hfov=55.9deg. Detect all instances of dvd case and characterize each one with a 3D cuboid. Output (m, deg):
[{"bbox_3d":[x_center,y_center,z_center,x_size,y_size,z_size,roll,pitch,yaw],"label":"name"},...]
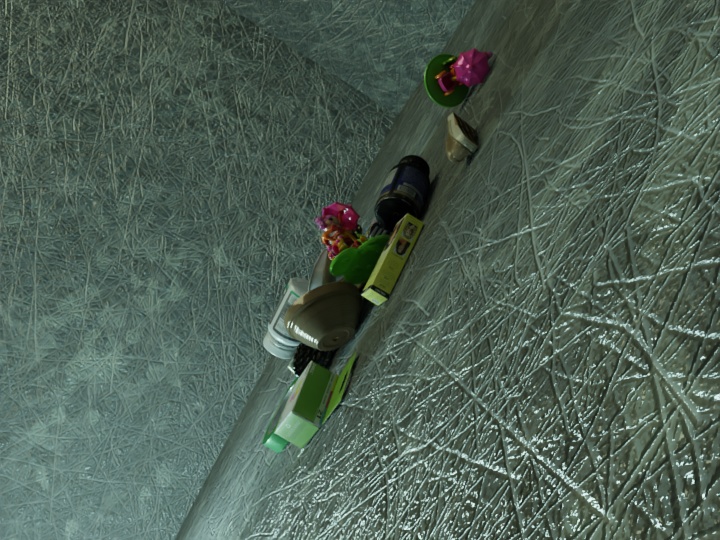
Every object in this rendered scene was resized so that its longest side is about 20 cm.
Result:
[{"bbox_3d":[-0.069,0.152,1.792,0.146,0.022,0.203,-171,100,-82],"label":"dvd case"}]

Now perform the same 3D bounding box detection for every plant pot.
[{"bbox_3d":[-0.075,0.124,1.608,0.202,0.199,0.093,-55,50,36],"label":"plant pot"}]

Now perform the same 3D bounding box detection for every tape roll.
[{"bbox_3d":[-0.184,0.368,1.755,0.202,0.048,0.201,-59,8,13],"label":"tape roll"}]

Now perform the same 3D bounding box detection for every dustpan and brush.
[{"bbox_3d":[-0.110,0.053,1.700,0.140,0.056,0.203,70,-151,-65],"label":"dustpan and brush"}]

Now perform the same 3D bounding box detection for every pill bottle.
[{"bbox_3d":[-0.183,0.131,1.845,0.202,0.112,0.113,-61,6,18],"label":"pill bottle"},{"bbox_3d":[0.110,-0.194,1.668,0.112,0.111,0.201,-52,10,45],"label":"pill bottle"}]

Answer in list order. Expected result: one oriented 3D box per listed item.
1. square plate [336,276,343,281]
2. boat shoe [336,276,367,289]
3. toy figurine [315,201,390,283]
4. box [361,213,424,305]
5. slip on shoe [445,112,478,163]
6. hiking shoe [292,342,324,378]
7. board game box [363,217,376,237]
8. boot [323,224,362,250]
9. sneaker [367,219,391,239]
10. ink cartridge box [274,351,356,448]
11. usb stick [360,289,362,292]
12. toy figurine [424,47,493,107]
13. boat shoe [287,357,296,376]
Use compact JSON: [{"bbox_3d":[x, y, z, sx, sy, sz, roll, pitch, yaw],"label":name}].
[{"bbox_3d":[-0.018,0.003,1.889,0.198,0.028,0.201,-35,-14,-45],"label":"square plate"},{"bbox_3d":[0.000,0.000,1.712,0.200,0.066,0.074,-46,-3,-24],"label":"boat shoe"},{"bbox_3d":[-0.043,-0.083,1.625,0.198,0.185,0.151,-7,-42,-45],"label":"toy figurine"},{"bbox_3d":[0.072,-0.025,1.516,0.202,0.050,0.075,-64,8,-21],"label":"box"},{"bbox_3d":[0.214,-0.289,1.487,0.061,0.076,0.201,-49,18,23],"label":"slip on shoe"},{"bbox_3d":[-0.119,0.196,1.751,0.087,0.073,0.202,88,-161,-58],"label":"hiking shoe"},{"bbox_3d":[0.039,-0.099,2.047,0.153,0.045,0.200,-65,9,-32],"label":"board game box"},{"bbox_3d":[-0.049,-0.092,2.067,0.204,0.073,0.155,92,-159,-60],"label":"boot"},{"bbox_3d":[0.084,-0.136,1.805,0.201,0.074,0.088,-52,-18,-18],"label":"sneaker"},{"bbox_3d":[-0.094,0.259,1.444,0.201,0.075,0.149,-56,8,40],"label":"ink cartridge box"},{"bbox_3d":[-0.012,0.049,1.865,0.201,0.032,0.056,-57,15,32],"label":"usb stick"},{"bbox_3d":[0.299,-0.553,1.862,0.199,0.151,0.184,-37,15,-18],"label":"toy figurine"},{"bbox_3d":[-0.132,0.210,1.897,0.072,0.062,0.201,-35,20,56],"label":"boat shoe"}]
